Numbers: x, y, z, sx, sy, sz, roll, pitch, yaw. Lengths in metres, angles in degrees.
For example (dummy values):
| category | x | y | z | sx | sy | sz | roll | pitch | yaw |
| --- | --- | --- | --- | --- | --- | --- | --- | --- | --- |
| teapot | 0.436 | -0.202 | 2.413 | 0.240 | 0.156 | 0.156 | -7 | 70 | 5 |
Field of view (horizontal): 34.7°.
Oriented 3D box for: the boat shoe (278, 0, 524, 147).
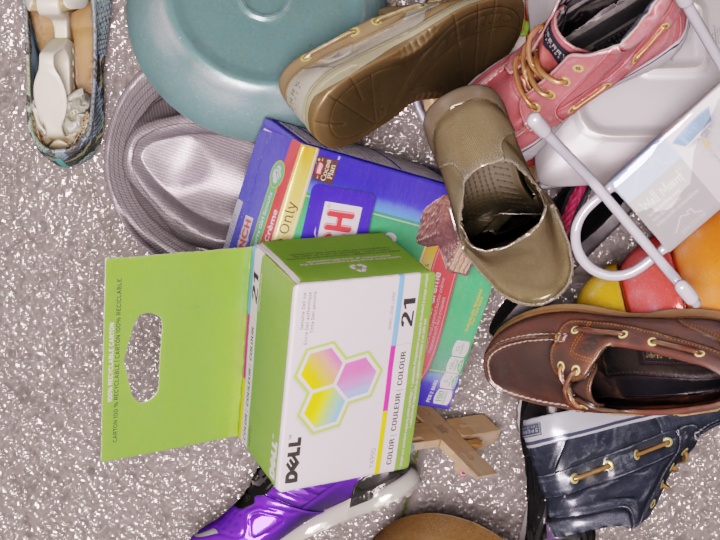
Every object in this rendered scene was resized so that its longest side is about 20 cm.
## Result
| category | x | y | z | sx | sy | sz | roll | pitch | yaw |
| --- | --- | --- | --- | --- | --- | --- | --- | --- | --- |
| boat shoe | 0.030 | -0.157 | 0.810 | 0.198 | 0.066 | 0.075 | -28 | 140 | -29 |

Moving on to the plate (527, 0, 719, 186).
| category | x | y | z | sx | sy | sz | roll | pitch | yaw |
| --- | --- | --- | --- | --- | --- | --- | --- | --- | --- |
| plate | 0.221 | -0.165 | 0.832 | 0.196 | 0.032 | 0.203 | -2 | 82 | -1 |

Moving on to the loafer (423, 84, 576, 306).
| category | x | y | z | sx | sy | sz | roll | pitch | yaw |
| --- | --- | --- | --- | --- | --- | --- | --- | --- | --- |
| loafer | 0.096 | -0.034 | 0.781 | 0.075 | 0.068 | 0.201 | -23 | 134 | 15 |

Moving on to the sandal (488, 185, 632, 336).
| category | x | y | z | sx | sy | sz | roll | pitch | yaw |
| --- | --- | --- | --- | --- | --- | --- | --- | --- | --- |
| sandal | 0.158 | -0.032 | 0.880 | 0.045 | 0.075 | 0.200 | 41 | 102 | -1 |

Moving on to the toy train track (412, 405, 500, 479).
| category | x | y | z | sx | sy | sz | roll | pitch | yaw |
| --- | --- | --- | --- | --- | --- | --- | --- | --- | --- |
| toy train track | 0.027 | 0.138 | 0.876 | 0.198 | 0.115 | 0.033 | 0 | 120 | -41 |

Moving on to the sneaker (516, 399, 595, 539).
| category | x | y | z | sx | sy | sz | roll | pitch | yaw |
| --- | --- | --- | --- | --- | --- | --- | --- | --- | --- |
| sneaker | 0.162 | 0.172 | 0.904 | 0.074 | 0.088 | 0.204 | -1 | 99 | 4 |

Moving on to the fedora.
| category | x | y | z | sx | sy | sz | roll | pitch | yaw |
| --- | --- | --- | --- | --- | --- | --- | --- | --- | --- |
| fedora | -0.113 | -0.075 | 0.880 | 0.197 | 0.090 | 0.179 | 25 | 100 | 0 |

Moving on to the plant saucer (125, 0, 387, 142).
| category | x | y | z | sx | sy | sz | roll | pitch | yaw |
| --- | --- | --- | --- | --- | --- | --- | --- | --- | --- |
| plant saucer | -0.071 | -0.195 | 0.840 | 0.196 | 0.036 | 0.204 | 3 | 75 | -11 |

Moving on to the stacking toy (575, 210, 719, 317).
| category | x | y | z | sx | sy | sz | roll | pitch | yaw |
| --- | --- | --- | --- | --- | --- | --- | --- | --- | --- |
| stacking toy | 0.210 | 0.033 | 0.860 | 0.197 | 0.146 | 0.148 | -16 | 98 | 14 |

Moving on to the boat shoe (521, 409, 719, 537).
| category | x | y | z | sx | sy | sz | roll | pitch | yaw |
| --- | --- | --- | --- | --- | --- | --- | --- | --- | --- |
| boat shoe | 0.218 | 0.139 | 0.873 | 0.197 | 0.071 | 0.093 | -10 | 83 | -18 |

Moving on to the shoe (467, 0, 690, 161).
| category | x | y | z | sx | sy | sz | roll | pitch | yaw |
| --- | --- | --- | --- | --- | --- | --- | --- | --- | --- |
| shoe | 0.125 | -0.138 | 0.769 | 0.198 | 0.091 | 0.072 | -31 | 71 | 13 |

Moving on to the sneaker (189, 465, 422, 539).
| category | x | y | z | sx | sy | sz | roll | pitch | yaw |
| --- | --- | --- | --- | --- | --- | --- | --- | --- | --- |
| sneaker | -0.058 | 0.167 | 0.932 | 0.197 | 0.070 | 0.101 | -24 | 96 | -1 |

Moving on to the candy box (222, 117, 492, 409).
| category | x | y | z | sx | sy | sz | roll | pitch | yaw |
| --- | --- | --- | --- | --- | --- | --- | --- | --- | --- |
| candy box | 0.000 | 0.000 | 0.848 | 0.197 | 0.077 | 0.172 | 12 | 102 | -31 |

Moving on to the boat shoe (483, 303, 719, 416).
| category | x | y | z | sx | sy | sz | roll | pitch | yaw |
| --- | --- | --- | --- | --- | --- | --- | --- | --- | --- |
| boat shoe | 0.170 | 0.066 | 0.801 | 0.197 | 0.070 | 0.071 | -8 | 114 | 33 |

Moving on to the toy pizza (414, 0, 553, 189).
| category | x | y | z | sx | sy | sz | roll | pitch | yaw |
| --- | --- | --- | --- | --- | --- | --- | --- | --- | --- |
| toy pizza | 0.133 | -0.162 | 0.879 | 0.196 | 0.032 | 0.204 | 1 | 99 | 3 |

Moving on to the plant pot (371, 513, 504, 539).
| category | x | y | z | sx | sy | sz | roll | pitch | yaw |
| --- | --- | --- | --- | --- | --- | --- | --- | --- | --- |
| plant pot | 0.034 | 0.312 | 0.849 | 0.184 | 0.200 | 0.190 | 11 | 113 | 26 |

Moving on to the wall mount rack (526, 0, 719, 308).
| category | x | y | z | sx | sy | sz | roll | pitch | yaw |
| --- | --- | --- | --- | --- | --- | --- | --- | --- | --- |
| wall mount rack | 0.205 | -0.081 | 0.743 | 0.200 | 0.075 | 0.174 | -42 | 100 | 12 |

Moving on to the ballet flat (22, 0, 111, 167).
| category | x | y | z | sx | sy | sz | roll | pitch | yaw |
| --- | --- | --- | --- | --- | --- | --- | --- | --- | --- |
| ballet flat | -0.229 | -0.180 | 0.883 | 0.073 | 0.074 | 0.204 | -3 | 99 | 4 |

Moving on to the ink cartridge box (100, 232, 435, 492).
| category | x | y | z | sx | sy | sz | roll | pitch | yaw |
| --- | --- | --- | --- | --- | --- | --- | --- | --- | --- |
| ink cartridge box | -0.061 | 0.064 | 0.745 | 0.197 | 0.076 | 0.150 | -6 | 114 | -29 |
